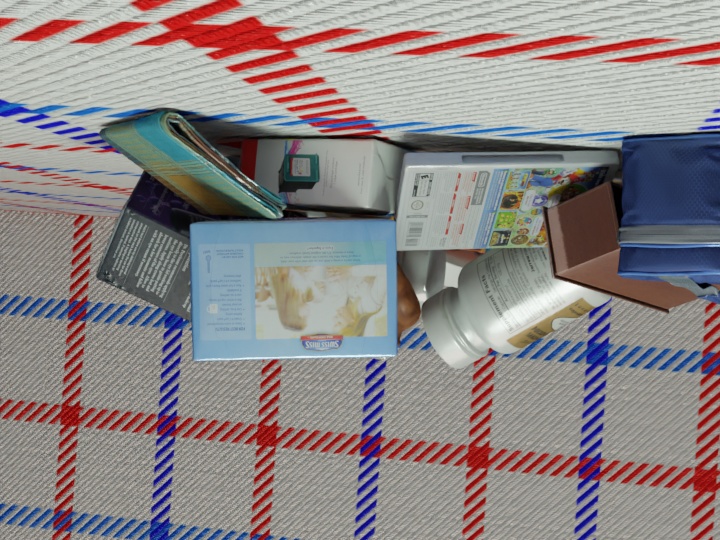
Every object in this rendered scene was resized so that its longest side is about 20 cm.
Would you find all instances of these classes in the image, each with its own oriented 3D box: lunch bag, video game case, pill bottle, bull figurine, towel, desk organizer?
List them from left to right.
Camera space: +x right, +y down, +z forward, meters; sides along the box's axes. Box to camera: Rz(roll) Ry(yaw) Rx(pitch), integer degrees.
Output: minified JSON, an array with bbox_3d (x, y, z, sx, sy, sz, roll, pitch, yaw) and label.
[{"bbox_3d":[-0.166,-0.099,1.058,0.146,0.022,0.199,39,166,-25],"label":"towel"},{"bbox_3d":[-0.001,-0.008,1.358,0.197,0.116,0.114,6,180,19],"label":"pill bottle"},{"bbox_3d":[0.000,0.000,1.221,0.065,0.201,0.122,-10,-148,48],"label":"bull figurine"},{"bbox_3d":[0.133,-0.065,1.048,0.197,0.018,0.144,-1,149,-5],"label":"video game case"},{"bbox_3d":[0.172,0.027,1.233,0.199,0.116,0.114,-32,163,25],"label":"pill bottle"},{"bbox_3d":[0.267,-0.019,1.050,0.198,0.073,0.077,15,152,-42],"label":"desk organizer"},{"bbox_3d":[0.313,-0.037,0.941,0.198,0.134,0.135,5,179,-42],"label":"lunch bag"}]

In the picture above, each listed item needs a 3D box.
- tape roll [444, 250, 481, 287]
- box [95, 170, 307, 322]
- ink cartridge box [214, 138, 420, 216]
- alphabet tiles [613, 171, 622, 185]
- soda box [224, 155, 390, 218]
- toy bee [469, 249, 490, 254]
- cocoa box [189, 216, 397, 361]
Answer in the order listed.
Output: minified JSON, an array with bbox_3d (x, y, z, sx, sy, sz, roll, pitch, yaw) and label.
[{"bbox_3d":[0.096,-0.046,1.616,0.201,0.037,0.203,27,-159,-11],"label":"tape roll"},{"bbox_3d":[-0.171,-0.026,1.221,0.198,0.105,0.149,24,-148,-11],"label":"box"},{"bbox_3d":[-0.044,-0.095,1.123,0.198,0.068,0.116,4,180,33],"label":"ink cartridge box"},{"bbox_3d":[0.208,-0.103,1.152,0.198,0.015,0.195,5,-178,-35],"label":"alphabet tiles"},{"bbox_3d":[-0.063,-0.095,1.303,0.197,0.069,0.063,3,180,16],"label":"soda box"},{"bbox_3d":[0.207,-0.063,1.594,0.199,0.110,0.131,12,-160,-50],"label":"toy bee"},{"bbox_3d":[-0.066,0.016,1.077,0.197,0.136,0.131,-1,-178,-4],"label":"cocoa box"}]
